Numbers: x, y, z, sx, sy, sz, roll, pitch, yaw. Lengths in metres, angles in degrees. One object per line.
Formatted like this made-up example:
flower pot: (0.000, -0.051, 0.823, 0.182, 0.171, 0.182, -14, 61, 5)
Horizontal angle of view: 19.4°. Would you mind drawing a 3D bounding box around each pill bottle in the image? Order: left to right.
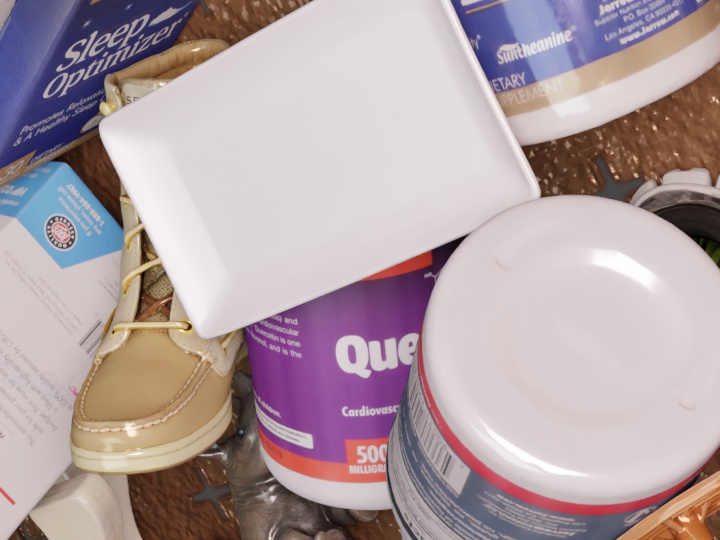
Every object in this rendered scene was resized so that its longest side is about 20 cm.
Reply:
pill bottle: (0.000, 0.000, 0.950, 0.112, 0.112, 0.200, 11, 121, 32)
pill bottle: (0.060, -0.158, 0.817, 0.111, 0.111, 0.200, -13, 106, 40)
pill bottle: (0.072, 0.067, 0.832, 0.120, 0.120, 0.200, 39, 156, 13)

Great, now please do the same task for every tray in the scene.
tray: (-0.018, -0.047, 0.848, 0.200, 0.022, 0.107, -23, 96, 42)

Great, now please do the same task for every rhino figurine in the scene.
rhino figurine: (-0.028, 0.137, 1.084, 0.087, 0.060, 0.200, -21, 98, 53)

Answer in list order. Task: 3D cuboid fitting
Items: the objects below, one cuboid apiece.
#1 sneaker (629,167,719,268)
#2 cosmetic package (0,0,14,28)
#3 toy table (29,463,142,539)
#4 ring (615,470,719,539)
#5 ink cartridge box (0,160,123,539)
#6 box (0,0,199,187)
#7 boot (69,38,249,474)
sneaker: (0.182, 0.011, 0.836, 0.200, 0.087, 0.074, 14, 122, 31)
cosmetic package: (-0.215, -0.106, 1.056, 0.085, 0.108, 0.200, 28, 127, 22)
toy table: (-0.157, 0.172, 1.133, 0.200, 0.184, 0.117, -31, 109, 38)
ring: (0.170, 0.097, 0.824, 0.200, 0.200, 0.019, -47, 60, 43)
ink cartridge box: (-0.191, 0.054, 1.039, 0.068, 0.200, 0.115, 10, 144, 53)
box: (-0.117, -0.120, 0.963, 0.032, 0.121, 0.200, 44, 133, 9)
boot: (-0.090, -0.011, 0.959, 0.073, 0.200, 0.156, 3, 115, 15)
